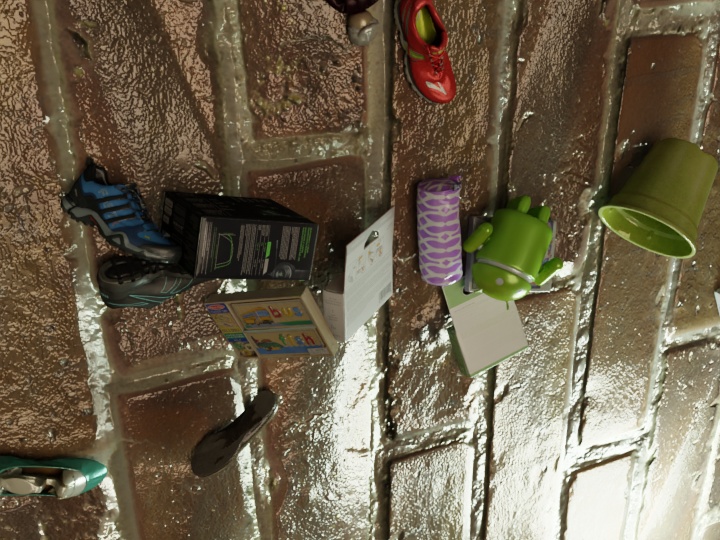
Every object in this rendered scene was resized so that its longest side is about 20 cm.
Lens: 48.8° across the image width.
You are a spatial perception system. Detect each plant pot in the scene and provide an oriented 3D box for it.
[{"bbox_3d":[0.607,-0.153,1.578,0.200,0.200,0.185,34,83,-33],"label":"plant pot"}]

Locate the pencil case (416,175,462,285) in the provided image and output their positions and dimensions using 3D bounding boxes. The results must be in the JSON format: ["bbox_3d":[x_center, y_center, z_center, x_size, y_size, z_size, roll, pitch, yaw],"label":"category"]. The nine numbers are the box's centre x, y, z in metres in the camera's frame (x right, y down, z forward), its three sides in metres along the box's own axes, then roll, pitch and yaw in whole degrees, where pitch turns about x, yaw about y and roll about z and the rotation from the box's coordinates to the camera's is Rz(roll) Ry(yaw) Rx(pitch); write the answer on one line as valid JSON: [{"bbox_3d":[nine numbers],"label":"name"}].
[{"bbox_3d":[0.146,-0.072,1.434,0.085,0.084,0.201,-27,126,-42],"label":"pencil case"}]

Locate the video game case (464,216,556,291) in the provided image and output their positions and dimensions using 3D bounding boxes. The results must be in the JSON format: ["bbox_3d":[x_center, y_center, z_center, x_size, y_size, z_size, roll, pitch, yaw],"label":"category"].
[{"bbox_3d":[0.293,-0.030,1.540,0.199,0.018,0.144,1,96,-27],"label":"video game case"}]

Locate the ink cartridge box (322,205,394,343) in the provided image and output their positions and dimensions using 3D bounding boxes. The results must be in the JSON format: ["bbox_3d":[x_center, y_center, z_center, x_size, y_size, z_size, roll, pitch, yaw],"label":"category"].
[{"bbox_3d":[0.000,0.000,1.341,0.200,0.045,0.177,-42,138,-56],"label":"ink cartridge box"}]

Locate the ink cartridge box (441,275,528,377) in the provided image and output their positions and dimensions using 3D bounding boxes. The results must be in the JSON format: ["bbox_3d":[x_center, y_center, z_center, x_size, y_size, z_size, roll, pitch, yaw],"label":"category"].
[{"bbox_3d":[0.239,0.092,1.571,0.145,0.048,0.200,-24,104,-16],"label":"ink cartridge box"}]

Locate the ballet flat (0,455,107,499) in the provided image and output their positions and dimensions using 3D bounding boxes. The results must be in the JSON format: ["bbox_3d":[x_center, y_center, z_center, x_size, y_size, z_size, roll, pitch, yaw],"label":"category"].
[{"bbox_3d":[-0.509,0.343,1.287,0.200,0.070,0.068,12,105,-31],"label":"ballet flat"}]

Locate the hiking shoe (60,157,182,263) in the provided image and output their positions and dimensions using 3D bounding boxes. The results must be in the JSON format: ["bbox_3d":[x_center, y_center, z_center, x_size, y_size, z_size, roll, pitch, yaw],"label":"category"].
[{"bbox_3d":[-0.334,-0.080,1.134,0.200,0.074,0.087,30,96,8],"label":"hiking shoe"}]

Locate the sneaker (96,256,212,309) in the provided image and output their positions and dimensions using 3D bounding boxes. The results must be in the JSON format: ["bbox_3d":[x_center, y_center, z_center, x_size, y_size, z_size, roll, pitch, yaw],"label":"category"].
[{"bbox_3d":[-0.314,0.012,1.254,0.199,0.075,0.079,-8,137,-24],"label":"sneaker"}]

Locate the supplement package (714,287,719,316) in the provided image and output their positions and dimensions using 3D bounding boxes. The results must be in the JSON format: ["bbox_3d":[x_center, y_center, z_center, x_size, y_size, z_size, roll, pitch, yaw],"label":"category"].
[{"bbox_3d":[0.962,0.059,1.875,0.200,0.120,0.121,-34,121,-10],"label":"supplement package"}]

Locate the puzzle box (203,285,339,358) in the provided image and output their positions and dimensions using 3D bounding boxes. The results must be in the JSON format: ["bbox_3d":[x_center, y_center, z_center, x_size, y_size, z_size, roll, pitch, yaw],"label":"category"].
[{"bbox_3d":[-0.147,0.089,1.303,0.133,0.200,0.025,64,36,-31],"label":"puzzle box"}]

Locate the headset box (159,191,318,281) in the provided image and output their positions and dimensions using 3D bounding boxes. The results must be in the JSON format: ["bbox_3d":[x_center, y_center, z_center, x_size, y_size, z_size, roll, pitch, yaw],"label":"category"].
[{"bbox_3d":[-0.182,-0.053,1.208,0.200,0.174,0.093,1,106,-33],"label":"headset box"}]

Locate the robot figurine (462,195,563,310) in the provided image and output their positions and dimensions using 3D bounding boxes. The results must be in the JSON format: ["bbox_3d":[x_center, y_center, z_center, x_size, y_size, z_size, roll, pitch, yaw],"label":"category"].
[{"bbox_3d":[0.277,-0.034,1.455,0.175,0.116,0.200,25,84,-13],"label":"robot figurine"}]

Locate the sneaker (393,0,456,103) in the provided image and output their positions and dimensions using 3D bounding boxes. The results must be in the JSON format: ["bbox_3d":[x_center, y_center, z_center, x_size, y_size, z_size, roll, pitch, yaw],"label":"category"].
[{"bbox_3d":[0.111,-0.354,1.287,0.077,0.085,0.200,-33,122,-10],"label":"sneaker"}]

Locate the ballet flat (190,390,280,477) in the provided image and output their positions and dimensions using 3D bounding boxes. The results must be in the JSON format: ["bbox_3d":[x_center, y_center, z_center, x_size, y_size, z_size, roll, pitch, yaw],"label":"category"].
[{"bbox_3d":[-0.220,0.295,1.425,0.200,0.067,0.046,-46,156,-6],"label":"ballet flat"}]

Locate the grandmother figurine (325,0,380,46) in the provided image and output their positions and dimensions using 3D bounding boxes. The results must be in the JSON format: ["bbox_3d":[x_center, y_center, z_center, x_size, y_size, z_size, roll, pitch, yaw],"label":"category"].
[{"bbox_3d":[-0.010,-0.441,1.208,0.121,0.061,0.200,-9,122,7],"label":"grandmother figurine"}]
